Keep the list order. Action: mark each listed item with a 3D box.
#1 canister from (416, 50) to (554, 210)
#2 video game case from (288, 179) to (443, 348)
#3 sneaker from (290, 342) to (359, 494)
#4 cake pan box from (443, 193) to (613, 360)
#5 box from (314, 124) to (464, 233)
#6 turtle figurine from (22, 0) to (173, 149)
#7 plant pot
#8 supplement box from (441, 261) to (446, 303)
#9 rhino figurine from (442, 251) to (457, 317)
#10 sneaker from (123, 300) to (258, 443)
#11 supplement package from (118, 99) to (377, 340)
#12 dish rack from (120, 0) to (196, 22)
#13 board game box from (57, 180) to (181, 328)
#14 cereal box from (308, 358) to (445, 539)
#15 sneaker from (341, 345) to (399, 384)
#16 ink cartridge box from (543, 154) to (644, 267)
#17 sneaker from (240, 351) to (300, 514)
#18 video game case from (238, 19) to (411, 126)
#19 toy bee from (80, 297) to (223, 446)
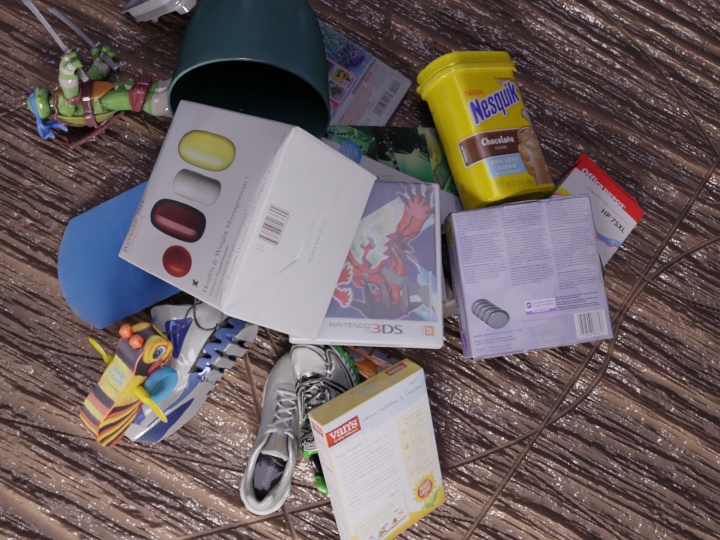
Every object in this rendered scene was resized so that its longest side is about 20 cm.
[{"bbox_3d":[0.172,-0.185,1.034,0.146,0.086,0.204,-11,78,-35],"label":"canister"},{"bbox_3d":[0.008,-0.012,0.899,0.178,0.023,0.204,3,72,-8],"label":"video game case"},{"bbox_3d":[-0.039,0.170,0.902,0.077,0.085,0.204,-9,106,26],"label":"sneaker"},{"bbox_3d":[0.215,0.007,0.967,0.195,0.052,0.188,-9,85,-6],"label":"cake pan box"},{"bbox_3d":[0.040,-0.120,1.017,0.196,0.036,0.147,-3,73,-24],"label":"box"},{"bbox_3d":[-0.326,-0.262,0.971,0.189,0.144,0.205,3,81,-11],"label":"turtle figurine"},{"bbox_3d":[-0.132,-0.267,0.954,0.196,0.201,0.164,4,67,-7],"label":"plant pot"},{"bbox_3d":[0.000,0.000,0.938,0.195,0.061,0.111,-3,74,-10],"label":"supplement box"},{"bbox_3d":[0.058,0.028,1.002,0.196,0.060,0.089,-11,81,-8],"label":"rhino figurine"},{"bbox_3d":[-0.229,0.107,0.943,0.115,0.081,0.200,40,82,17],"label":"sneaker"},{"bbox_3d":[-0.124,-0.057,0.831,0.198,0.146,0.195,20,87,40],"label":"supplement package"},{"bbox_3d":[-0.225,-0.388,1.002,0.172,0.199,0.044,-50,121,-13],"label":"dish rack"},{"bbox_3d":[-0.287,-0.018,0.969,0.197,0.039,0.160,-25,70,7],"label":"board game box"},{"bbox_3d":[0.025,0.222,0.896,0.142,0.039,0.204,-24,117,-26],"label":"cereal box"},{"bbox_3d":[-0.015,0.124,0.963,0.199,0.078,0.078,39,32,6],"label":"sneaker"},{"bbox_3d":[0.304,-0.067,1.052,0.116,0.067,0.201,41,76,2],"label":"ink cartridge box"},{"bbox_3d":[-0.094,0.195,0.927,0.074,0.092,0.204,13,75,-4],"label":"sneaker"},{"bbox_3d":[-0.052,-0.232,1.063,0.180,0.024,0.202,32,76,1],"label":"video game case"},{"bbox_3d":[-0.253,0.098,0.850,0.128,0.109,0.204,15,77,18],"label":"toy bee"}]
